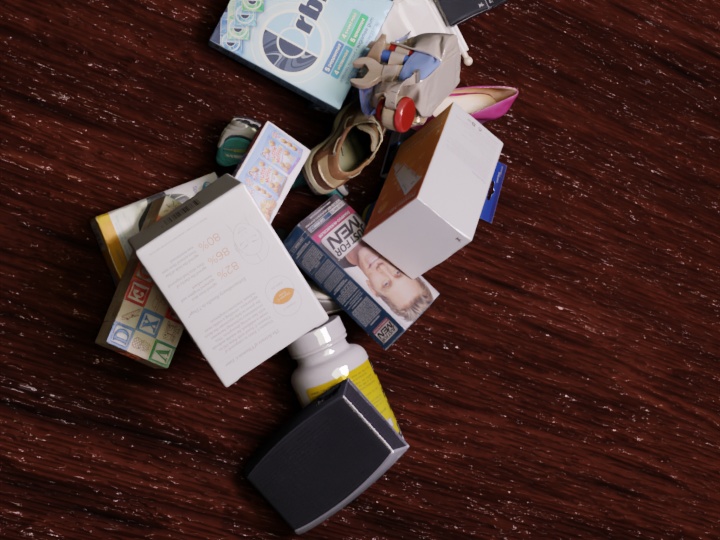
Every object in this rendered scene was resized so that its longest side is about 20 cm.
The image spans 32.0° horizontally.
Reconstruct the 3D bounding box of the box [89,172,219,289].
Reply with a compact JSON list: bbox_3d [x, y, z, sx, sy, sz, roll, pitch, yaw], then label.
[{"bbox_3d":[-0.241,-0.047,1.649,0.200,0.041,0.119,-24,96,-28],"label":"box"}]

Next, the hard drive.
[{"bbox_3d":[-0.050,0.248,1.633,0.200,0.042,0.135,-42,90,19],"label":"hard drive"}]

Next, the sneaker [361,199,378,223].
[{"bbox_3d":[0.042,-0.005,1.760,0.066,0.078,0.201,-1,87,-28],"label":"sneaker"}]

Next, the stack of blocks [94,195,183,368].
[{"bbox_3d":[-0.241,0.021,1.588,0.115,0.059,0.200,26,75,-22],"label":"stack of blocks"}]

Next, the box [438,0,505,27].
[{"bbox_3d":[0.149,-0.473,1.831,0.141,0.079,0.200,-35,101,-52],"label":"box"}]

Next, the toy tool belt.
[{"bbox_3d":[0.044,-0.250,1.668,0.200,0.123,0.125,-49,145,-44],"label":"toy tool belt"}]

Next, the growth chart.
[{"bbox_3d":[0.063,-0.325,1.794,0.200,0.018,0.145,-22,96,-26],"label":"growth chart"}]

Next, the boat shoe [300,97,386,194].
[{"bbox_3d":[-0.002,-0.173,1.694,0.076,0.074,0.200,53,47,-21],"label":"boat shoe"}]

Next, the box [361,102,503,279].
[{"bbox_3d":[0.099,-0.108,1.692,0.097,0.124,0.200,37,46,-17],"label":"box"}]

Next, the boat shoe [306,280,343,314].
[{"bbox_3d":[-0.103,0.048,1.697,0.200,0.067,0.057,1,107,-21],"label":"boat shoe"}]

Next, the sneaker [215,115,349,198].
[{"bbox_3d":[-0.107,-0.142,1.715,0.200,0.078,0.080,24,104,-26],"label":"sneaker"}]

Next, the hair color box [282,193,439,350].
[{"bbox_3d":[0.000,0.000,1.689,0.200,0.061,0.100,44,45,2],"label":"hair color box"}]

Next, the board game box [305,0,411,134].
[{"bbox_3d":[0.005,-0.310,1.794,0.135,0.035,0.200,14,79,-24],"label":"board game box"}]

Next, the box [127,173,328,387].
[{"bbox_3d":[-0.161,0.010,1.512,0.152,0.106,0.200,-33,107,-8],"label":"box"}]

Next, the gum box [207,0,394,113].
[{"bbox_3d":[-0.081,-0.337,1.713,0.200,0.045,0.170,27,84,-9],"label":"gum box"}]

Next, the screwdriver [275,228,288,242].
[{"bbox_3d":[-0.113,0.015,1.651,0.028,0.029,0.200,8,40,-5],"label":"screwdriver"}]

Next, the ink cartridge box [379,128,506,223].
[{"bbox_3d":[0.132,-0.150,1.838,0.200,0.039,0.100,20,76,-23],"label":"ink cartridge box"}]

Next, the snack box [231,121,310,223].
[{"bbox_3d":[-0.139,-0.090,1.602,0.072,0.024,0.200,34,70,-18],"label":"snack box"}]

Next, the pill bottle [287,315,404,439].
[{"bbox_3d":[-0.027,0.167,1.690,0.111,0.111,0.200,-27,97,-25],"label":"pill bottle"}]

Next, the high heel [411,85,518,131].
[{"bbox_3d":[0.134,-0.240,1.777,0.200,0.096,0.067,7,60,-43],"label":"high heel"}]
